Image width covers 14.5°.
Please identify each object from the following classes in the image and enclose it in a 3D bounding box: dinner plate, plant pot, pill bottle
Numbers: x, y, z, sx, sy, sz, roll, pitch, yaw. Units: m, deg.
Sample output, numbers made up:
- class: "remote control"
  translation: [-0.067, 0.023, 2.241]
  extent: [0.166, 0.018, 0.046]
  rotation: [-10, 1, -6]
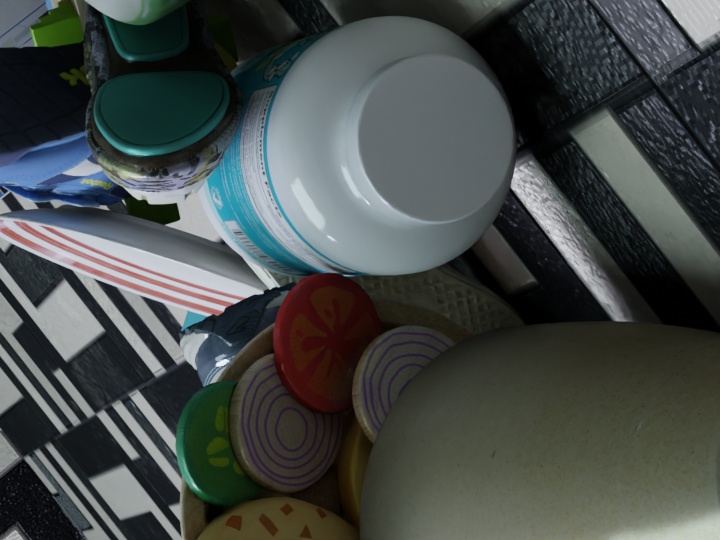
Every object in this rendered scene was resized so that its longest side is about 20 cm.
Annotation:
- class: "dinner plate"
  translation: [-0.095, -0.002, 1.451]
  extent: [0.199, 0.024, 0.200]
  rotation: [17, 174, 2]
- class: "plant pot"
  translation: [0.128, 0.097, 1.151]
  extent: [0.188, 0.187, 0.200]
  rotation: [53, 151, -8]
- class: "pill bottle"
  translation: [0.001, -0.053, 1.249]
  extent: [0.111, 0.111, 0.200]
  rotation: [54, 165, -11]

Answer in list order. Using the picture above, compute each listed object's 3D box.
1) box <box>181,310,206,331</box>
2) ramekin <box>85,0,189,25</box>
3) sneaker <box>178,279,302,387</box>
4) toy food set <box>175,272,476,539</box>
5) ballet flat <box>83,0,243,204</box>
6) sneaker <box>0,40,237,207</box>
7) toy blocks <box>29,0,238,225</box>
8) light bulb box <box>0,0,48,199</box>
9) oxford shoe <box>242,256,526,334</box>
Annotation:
- class: "box"
  translation: [-0.022, 0.044, 1.603]
  extent: [0.082, 0.049, 0.200]
  rotation: [17, -176, -30]
- class: "ramekin"
  translation: [-0.112, -0.205, 1.244]
  extent: [0.200, 0.098, 0.200]
  rotation: [47, 165, 17]
- class: "sneaker"
  translation: [-0.023, 0.069, 1.323]
  extent: [0.200, 0.077, 0.087]
  rotation: [56, -167, -66]
- class: "toy food set"
  translation: [0.009, 0.103, 1.229]
  extent: [0.049, 0.199, 0.200]
  rotation: [-22, 64, 61]
- class: "ballet flat"
  translation: [-0.088, -0.070, 1.270]
  extent: [0.072, 0.072, 0.201]
  rotation: [59, -171, -29]
- class: "sneaker"
  translation: [-0.144, -0.063, 1.364]
  extent: [0.074, 0.199, 0.083]
  rotation: [45, 129, 28]
- class: "toy blocks"
  translation: [-0.133, -0.141, 1.485]
  extent: [0.137, 0.099, 0.201]
  rotation: [-127, 22, -59]
- class: "light bulb box"
  translation: [-0.235, -0.107, 1.655]
  extent: [0.125, 0.200, 0.198]
  rotation: [53, 165, -10]
- class: "oxford shoe"
  translation: [0.000, 0.000, 1.390]
  extent: [0.200, 0.075, 0.058]
  rotation: [36, 173, -25]
